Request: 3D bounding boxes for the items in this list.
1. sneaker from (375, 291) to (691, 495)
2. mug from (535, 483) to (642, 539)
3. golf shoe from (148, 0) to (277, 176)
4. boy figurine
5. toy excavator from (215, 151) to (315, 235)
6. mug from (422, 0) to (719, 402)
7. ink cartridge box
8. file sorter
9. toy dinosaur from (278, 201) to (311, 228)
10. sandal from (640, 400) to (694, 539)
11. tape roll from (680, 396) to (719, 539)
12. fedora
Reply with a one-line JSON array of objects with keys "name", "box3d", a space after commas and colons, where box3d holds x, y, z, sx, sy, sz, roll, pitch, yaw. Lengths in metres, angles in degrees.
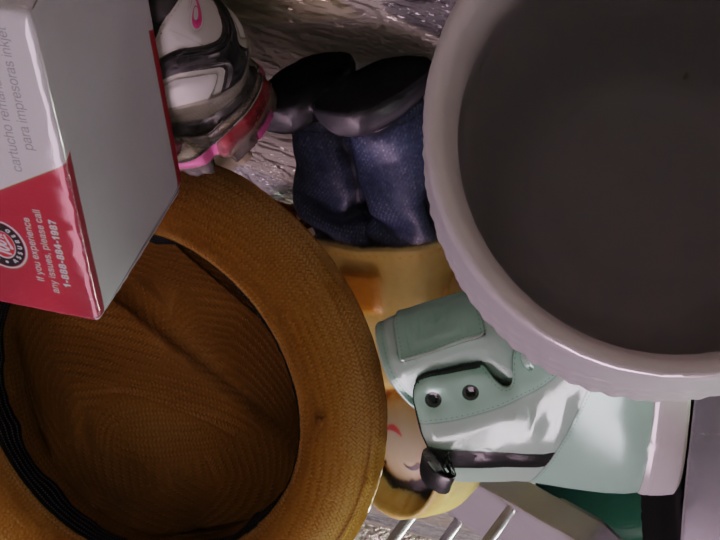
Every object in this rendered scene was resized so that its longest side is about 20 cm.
[{"name": "sneaker", "box3d": [0.065, 0.008, 0.995, 0.118, 0.074, 0.201, -2, 127, -2]}, {"name": "mug", "box3d": [0.175, 0.092, 1.289, 0.185, 0.115, 0.152, -6, 163, 26]}, {"name": "golf shoe", "box3d": [-0.130, -0.095, 1.036, 0.200, 0.073, 0.092, 6, 143, 29]}, {"name": "boy figurine", "box3d": [0.008, 0.010, 1.088, 0.124, 0.200, 0.064, 8, -148, 34]}, {"name": "toy excavator", "box3d": [0.000, 0.000, 1.209, 0.200, 0.195, 0.100, -20, 160, 15]}, {"name": "mug", "box3d": [0.110, -0.011, 0.834, 0.200, 0.148, 0.175, 49, 177, 7]}, {"name": "ink cartridge box", "box3d": [-0.179, -0.074, 0.960, 0.200, 0.083, 0.146, 10, 136, 18]}, {"name": "file sorter", "box3d": [0.043, 0.158, 1.216, 0.200, 0.125, 0.139, 27, 167, 48]}, {"name": "toy dinosaur", "box3d": [0.006, 0.007, 1.338, 0.136, 0.102, 0.200, 58, -173, -35]}, {"name": "sandal", "box3d": [0.114, 0.054, 1.107, 0.048, 0.201, 0.075, -4, 176, 20]}, {"name": "tape roll", "box3d": [0.166, 0.051, 1.021, 0.066, 0.201, 0.200, 7, 169, 12]}, {"name": "fedora", "box3d": [-0.079, 0.047, 1.074, 0.200, 0.201, 0.082, 12, -174, 9]}]
